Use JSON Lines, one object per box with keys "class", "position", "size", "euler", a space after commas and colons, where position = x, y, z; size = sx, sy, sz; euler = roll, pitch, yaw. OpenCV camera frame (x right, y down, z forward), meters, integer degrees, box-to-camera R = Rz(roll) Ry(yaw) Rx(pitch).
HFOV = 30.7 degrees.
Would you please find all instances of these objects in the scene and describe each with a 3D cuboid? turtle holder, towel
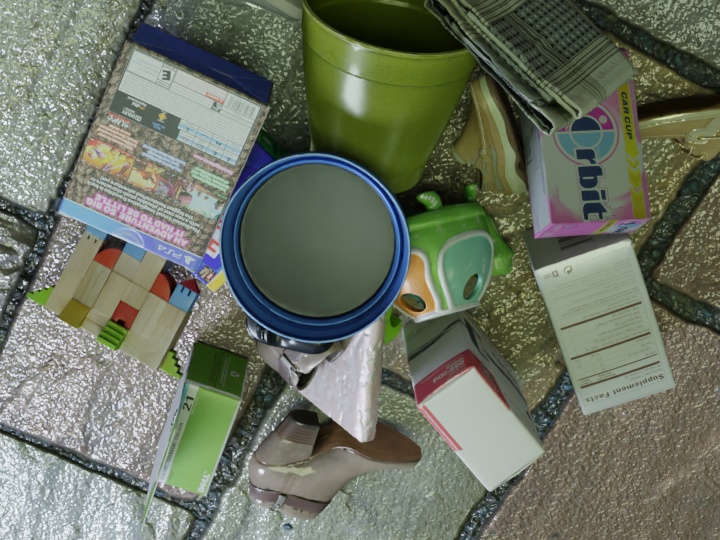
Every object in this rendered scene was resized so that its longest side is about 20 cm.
{"class": "turtle holder", "position": [0.087, -0.015, 1.486], "size": [0.140, 0.185, 0.133], "euler": [-18, 85, 18]}
{"class": "towel", "position": [-0.034, 0.069, 1.514], "size": [0.032, 0.191, 0.202], "euler": [-13, 119, -33]}
{"class": "towel", "position": [0.180, -0.239, 1.332], "size": [0.193, 0.200, 0.035], "euler": [48, 133, 6]}

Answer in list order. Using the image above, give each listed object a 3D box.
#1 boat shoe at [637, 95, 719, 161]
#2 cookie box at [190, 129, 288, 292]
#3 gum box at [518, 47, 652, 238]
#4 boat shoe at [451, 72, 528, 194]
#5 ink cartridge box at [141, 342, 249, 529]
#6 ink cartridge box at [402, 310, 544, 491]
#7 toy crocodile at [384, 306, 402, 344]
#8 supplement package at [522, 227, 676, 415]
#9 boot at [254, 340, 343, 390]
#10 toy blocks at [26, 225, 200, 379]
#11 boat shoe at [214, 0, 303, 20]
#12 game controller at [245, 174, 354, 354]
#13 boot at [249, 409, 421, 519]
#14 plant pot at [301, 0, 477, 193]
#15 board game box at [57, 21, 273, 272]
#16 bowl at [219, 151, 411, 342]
{"class": "boat shoe", "position": [0.387, -0.156, 1.465], "size": [0.198, 0.074, 0.070], "euler": [-7, 109, 2]}
{"class": "cookie box", "position": [-0.179, -0.105, 1.481], "size": [0.200, 0.075, 0.171], "euler": [42, 107, -18]}
{"class": "gum box", "position": [0.238, -0.142, 1.417], "size": [0.112, 0.066, 0.202], "euler": [-4, 79, -10]}
{"class": "boat shoe", "position": [0.136, -0.138, 1.432], "size": [0.075, 0.072, 0.200], "euler": [-12, 147, 11]}
{"class": "ink cartridge box", "position": [-0.195, 0.202, 1.552], "size": [0.075, 0.200, 0.149], "euler": [18, 114, -9]}
{"class": "ink cartridge box", "position": [0.127, 0.137, 1.527], "size": [0.085, 0.200, 0.146], "euler": [-37, 110, 9]}
{"class": "toy crocodile", "position": [0.000, 0.000, 1.538], "size": [0.061, 0.067, 0.202], "euler": [-31, 115, -27]}
{"class": "supplement package", "position": [0.278, 0.044, 1.531], "size": [0.116, 0.117, 0.201], "euler": [-19, 114, 8]}
{"class": "boot", "position": [-0.067, 0.035, 1.475], "size": [0.070, 0.147, 0.201], "euler": [-20, 155, -36]}
{"class": "toy blocks", "position": [-0.266, 0.018, 1.529], "size": [0.199, 0.100, 0.138], "euler": [29, 91, 2]}
{"class": "boat shoe", "position": [-0.143, -0.317, 1.393], "size": [0.199, 0.072, 0.069], "euler": [26, 133, -19]}
{"class": "game controller", "position": [-0.064, -0.008, 1.412], "size": [0.103, 0.042, 0.202], "euler": [10, 107, 1]}
{"class": "boot", "position": [-0.040, 0.254, 1.650], "size": [0.198, 0.070, 0.147], "euler": [18, 120, -8]}
{"class": "plant pot", "position": [0.021, -0.193, 1.394], "size": [0.198, 0.201, 0.194], "euler": [9, 127, -5]}
{"class": "board game box", "position": [-0.202, -0.130, 1.375], "size": [0.158, 0.097, 0.201], "euler": [24, 110, -10]}
{"class": "bowl", "position": [-0.047, -0.026, 1.364], "size": [0.198, 0.039, 0.203], "euler": [1, 106, 3]}
